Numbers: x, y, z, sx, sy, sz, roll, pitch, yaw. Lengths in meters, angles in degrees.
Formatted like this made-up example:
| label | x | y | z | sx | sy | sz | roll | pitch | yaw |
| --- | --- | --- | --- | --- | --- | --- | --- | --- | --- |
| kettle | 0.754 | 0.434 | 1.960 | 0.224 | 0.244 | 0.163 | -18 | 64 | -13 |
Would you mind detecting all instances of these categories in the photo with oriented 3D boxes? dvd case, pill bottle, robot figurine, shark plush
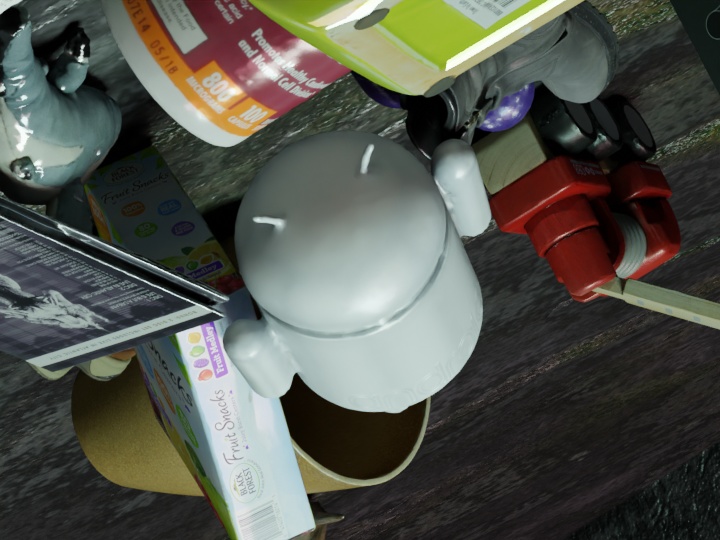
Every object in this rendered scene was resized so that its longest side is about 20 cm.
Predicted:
| label | x | y | z | sx | sy | sz | roll | pitch | yaw |
| --- | --- | --- | --- | --- | --- | --- | --- | --- | --- |
| dvd case | -0.189 | 0.000 | 1.487 | 0.200 | 0.016 | 0.148 | 26 | 150 | -37 |
| pill bottle | -0.012 | -0.153 | 1.328 | 0.200 | 0.115 | 0.114 | -32 | 165 | 19 |
| robot figurine | 0.000 | 0.000 | 1.544 | 0.170 | 0.113 | 0.200 | -43 | 150 | -9 |
| shark plush | -0.165 | -0.090 | 1.445 | 0.083 | 0.091 | 0.200 | -49 | 154 | -12 |

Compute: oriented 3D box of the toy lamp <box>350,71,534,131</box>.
| label | x | y | z | sx | sy | sz | roll | pitch | yaw |
| --- | --- | --- | --- | --- | --- | --- | --- | --- | --- |
| toy lamp | 0.045 | -0.114 | 1.676 | 0.058 | 0.058 | 0.200 | -32 | 164 | 19 |

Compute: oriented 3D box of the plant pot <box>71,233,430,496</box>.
| label | x | y | z | sx | sy | sz | roll | pitch | yaw |
| --- | --- | --- | --- | --- | --- | --- | --- | --- | --- |
| plant pot | -0.087 | 0.074 | 1.899 | 0.199 | 0.187 | 0.186 | -22 | 171 | 37 |

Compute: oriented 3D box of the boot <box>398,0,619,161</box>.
| label | x | y | z | sx | sy | sz | roll | pitch | yaw |
| --- | --- | --- | --- | --- | --- | --- | --- | --- | --- |
| boot | 0.075 | -0.109 | 1.616 | 0.132 | 0.070 | 0.200 | -58 | 155 | -10 |

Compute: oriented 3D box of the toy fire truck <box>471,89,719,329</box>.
| label | x | y | z | sx | sy | sz | roll | pitch | yaw |
| --- | --- | --- | --- | --- | --- | --- | --- | --- | --- |
| toy fire truck | 0.176 | -0.020 | 1.945 | 0.128 | 0.201 | 0.176 | -32 | 164 | 21 |

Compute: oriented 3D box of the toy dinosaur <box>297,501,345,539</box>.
| label | x | y | z | sx | sy | sz | roll | pitch | yaw |
| --- | --- | --- | --- | --- | --- | --- | --- | --- | --- |
| toy dinosaur | -0.066 | 0.269 | 2.763 | 0.135 | 0.086 | 0.200 | -25 | 153 | -54 |

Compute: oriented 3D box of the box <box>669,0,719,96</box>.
| label | x | y | z | sx | sy | sz | roll | pitch | yaw |
| --- | --- | --- | --- | --- | --- | --- | --- | --- | --- |
| box | 0.300 | -0.182 | 1.711 | 0.124 | 0.149 | 0.200 | -10 | 157 | -46 |

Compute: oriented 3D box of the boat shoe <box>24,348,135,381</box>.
| label | x | y | z | sx | sy | sz | roll | pitch | yaw |
| --- | --- | --- | --- | --- | --- | --- | --- | --- | --- |
| boat shoe | -0.166 | 0.017 | 1.744 | 0.074 | 0.076 | 0.200 | -36 | 171 | 8 |

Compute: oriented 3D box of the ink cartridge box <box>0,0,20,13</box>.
| label | x | y | z | sx | sy | sz | roll | pitch | yaw |
| --- | --- | --- | --- | --- | --- | --- | --- | --- | --- |
| ink cartridge box | -0.200 | -0.137 | 1.193 | 0.176 | 0.045 | 0.200 | -34 | 164 | 21 |

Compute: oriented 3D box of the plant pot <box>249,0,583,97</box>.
| label | x | y | z | sx | sy | sz | roll | pitch | yaw |
| --- | --- | --- | --- | --- | --- | --- | --- | --- | --- |
| plant pot | 0.021 | -0.187 | 1.144 | 0.198 | 0.182 | 0.200 | -30 | 166 | 11 |

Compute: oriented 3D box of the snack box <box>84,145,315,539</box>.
| label | x | y | z | sx | sy | sz | roll | pitch | yaw |
| --- | --- | --- | --- | --- | --- | --- | --- | --- | --- |
| snack box | -0.092 | 0.049 | 1.662 | 0.053 | 0.142 | 0.201 | -25 | 134 | -13 |
